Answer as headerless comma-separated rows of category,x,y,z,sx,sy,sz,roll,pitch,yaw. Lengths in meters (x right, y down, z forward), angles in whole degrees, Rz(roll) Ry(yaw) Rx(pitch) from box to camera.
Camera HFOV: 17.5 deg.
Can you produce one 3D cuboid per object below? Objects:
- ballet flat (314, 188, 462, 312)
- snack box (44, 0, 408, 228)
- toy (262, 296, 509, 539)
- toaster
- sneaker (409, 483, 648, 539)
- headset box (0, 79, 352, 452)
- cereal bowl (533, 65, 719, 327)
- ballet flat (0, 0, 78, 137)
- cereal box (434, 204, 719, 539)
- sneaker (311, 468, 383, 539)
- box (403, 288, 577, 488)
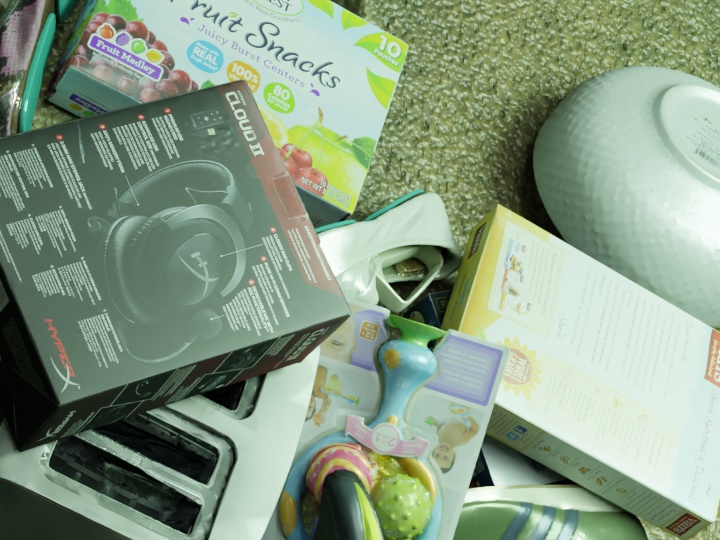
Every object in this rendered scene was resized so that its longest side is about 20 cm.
ballet flat,0.000,0.000,1.436,0.200,0.069,0.069,-22,80,-51
snack box,-0.081,-0.127,1.478,0.200,0.053,0.142,27,56,-16
toy,0.005,0.122,1.355,0.115,0.047,0.200,17,82,0
toaster,-0.130,0.092,1.312,0.200,0.119,0.181,29,58,-15
sneaker,0.100,0.182,1.427,0.200,0.067,0.090,0,63,-32
headset box,-0.111,-0.008,1.248,0.200,0.077,0.149,-17,76,-32
cereal bowl,0.221,-0.064,1.567,0.200,0.083,0.200,19,44,-19
ballet flat,-0.208,-0.163,1.424,0.071,0.069,0.200,17,59,1
cereal box,0.145,0.064,1.471,0.200,0.040,0.144,30,50,-13
sneaker,-0.039,0.205,1.297,0.081,0.074,0.200,13,98,-13
box,0.139,0.070,1.518,0.200,0.038,0.137,-8,71,-31
